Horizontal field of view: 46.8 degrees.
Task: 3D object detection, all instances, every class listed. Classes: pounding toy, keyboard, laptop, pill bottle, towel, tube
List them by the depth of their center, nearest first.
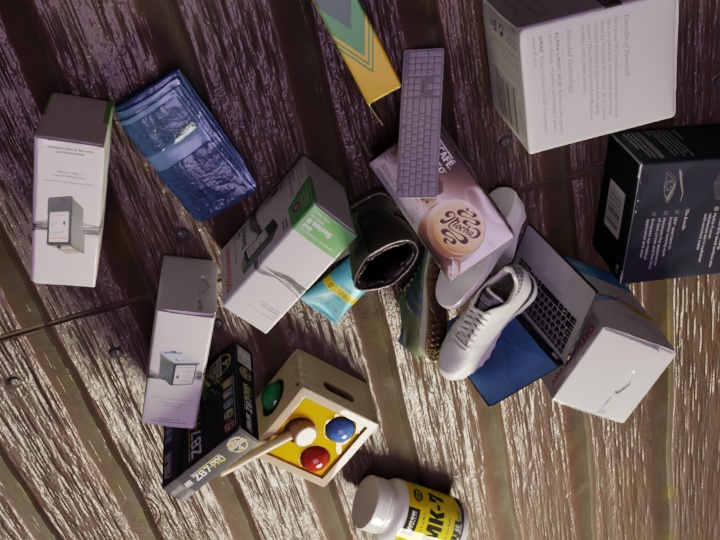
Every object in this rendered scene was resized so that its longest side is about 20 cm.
[{"bbox_3d":[0.079,-0.194,1.095,0.055,0.204,0.011,0,171,22],"label":"keyboard"},{"bbox_3d":[-0.231,-0.162,1.118,0.110,0.049,0.201,-29,123,9],"label":"towel"},{"bbox_3d":[0.227,0.063,1.250,0.114,0.188,0.203,0,123,-27],"label":"laptop"},{"bbox_3d":[0.000,0.000,1.270,0.077,0.051,0.200,38,114,-20],"label":"tube"},{"bbox_3d":[-0.103,0.254,1.346,0.198,0.143,0.185,30,112,-26],"label":"pounding toy"},{"bbox_3d":[0.090,0.449,1.522,0.197,0.115,0.115,23,115,-23],"label":"pill bottle"}]

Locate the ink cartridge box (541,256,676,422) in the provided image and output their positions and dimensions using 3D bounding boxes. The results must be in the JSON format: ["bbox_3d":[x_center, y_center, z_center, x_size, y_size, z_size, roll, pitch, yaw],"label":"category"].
[{"bbox_3d":[0.360,0.104,1.306,0.144,0.201,0.148,19,117,-21],"label":"ink cartridge box"}]

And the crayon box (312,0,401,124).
[{"bbox_3d":[-0.009,-0.295,1.031,0.050,0.128,0.201,-27,124,7],"label":"crayon box"}]

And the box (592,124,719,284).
[{"bbox_3d":[0.472,-0.101,1.249,0.196,0.118,0.200,-5,122,-7],"label":"box"}]

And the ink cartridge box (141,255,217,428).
[{"bbox_3d":[-0.264,0.103,1.219,0.084,0.147,0.203,7,120,-12],"label":"ink cartridge box"}]

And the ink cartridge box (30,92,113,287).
[{"bbox_3d":[-0.370,-0.103,1.070,0.082,0.146,0.203,6,121,-15],"label":"ink cartridge box"}]

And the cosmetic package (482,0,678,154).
[{"bbox_3d":[0.279,-0.278,1.073,0.196,0.166,0.167,-15,123,-2],"label":"cosmetic package"}]

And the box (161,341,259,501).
[{"bbox_3d":[-0.230,0.225,1.270,0.161,0.201,0.049,-39,122,16],"label":"box"}]

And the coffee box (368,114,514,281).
[{"bbox_3d":[0.112,-0.105,1.159,0.112,0.080,0.201,-33,98,13],"label":"coffee box"}]

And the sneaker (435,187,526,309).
[{"bbox_3d":[0.191,-0.019,1.248,0.202,0.075,0.088,-56,138,-4],"label":"sneaker"}]

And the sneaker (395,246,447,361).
[{"bbox_3d":[0.092,0.032,1.287,0.066,0.089,0.205,1,96,-42],"label":"sneaker"}]

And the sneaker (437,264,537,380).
[{"bbox_3d":[0.173,0.073,1.218,0.201,0.076,0.080,-55,154,9],"label":"sneaker"}]

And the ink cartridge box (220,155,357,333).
[{"bbox_3d":[-0.106,-0.036,1.161,0.084,0.147,0.200,34,110,-28],"label":"ink cartridge box"}]

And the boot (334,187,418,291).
[{"bbox_3d":[-0.007,-0.023,1.156,0.181,0.201,0.072,-41,120,15],"label":"boot"}]
